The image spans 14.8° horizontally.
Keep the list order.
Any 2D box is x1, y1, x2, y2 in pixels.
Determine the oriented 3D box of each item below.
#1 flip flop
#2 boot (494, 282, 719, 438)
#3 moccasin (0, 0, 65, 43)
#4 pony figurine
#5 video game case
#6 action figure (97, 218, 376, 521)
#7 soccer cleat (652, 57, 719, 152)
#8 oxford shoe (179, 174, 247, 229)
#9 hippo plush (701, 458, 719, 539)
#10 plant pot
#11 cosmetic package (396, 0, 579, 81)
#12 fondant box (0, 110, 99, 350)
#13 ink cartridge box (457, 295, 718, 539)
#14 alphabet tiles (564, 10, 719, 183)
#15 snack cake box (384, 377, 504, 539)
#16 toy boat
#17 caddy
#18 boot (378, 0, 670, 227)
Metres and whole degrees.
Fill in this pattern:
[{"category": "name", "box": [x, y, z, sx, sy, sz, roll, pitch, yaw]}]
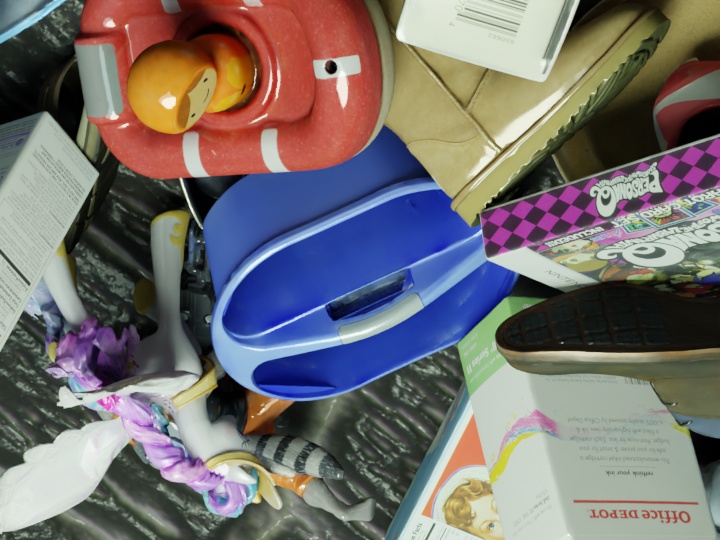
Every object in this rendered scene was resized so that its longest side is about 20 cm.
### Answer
[{"category": "flip flop", "box": [-0.173, -0.092, 1.717, 0.057, 0.081, 0.200, 30, 133, 7]}, {"category": "boot", "box": [0.178, 0.062, 1.612, 0.199, 0.075, 0.097, -5, 124, -3]}, {"category": "moccasin", "box": [-0.177, -0.205, 1.634, 0.200, 0.081, 0.068, -37, 108, 16]}, {"category": "pony figurine", "box": [-0.144, 0.066, 1.690, 0.192, 0.201, 0.167, -5, 152, -42]}, {"category": "video game case", "box": [0.199, -0.025, 1.590, 0.199, 0.036, 0.181, -17, 158, 32]}, {"category": "action figure", "box": [-0.088, 0.076, 1.797, 0.192, 0.105, 0.201, 6, 124, 17]}, {"category": "soccer cleat", "box": [0.265, -0.085, 1.573, 0.199, 0.077, 0.067, 1, 126, 11]}, {"category": "oxford shoe", "box": [-0.087, -0.115, 1.674, 0.070, 0.074, 0.201, -1, 126, 12]}, {"category": "hippo plush", "box": [0.238, 0.119, 1.726, 0.158, 0.200, 0.162, -7, 113, 5]}, {"category": "plant pot", "box": [0.208, -0.097, 1.641, 0.199, 0.028, 0.201, 5, 126, 7]}, {"category": "cosmetic package", "box": [0.084, -0.204, 1.493, 0.087, 0.200, 0.104, 16, 130, -3]}, {"category": "fondant box", "box": [-0.258, 0.005, 1.646, 0.144, 0.200, 0.058, -14, 126, 37]}, {"category": "ink cartridge box", "box": [0.140, 0.121, 1.675, 0.117, 0.201, 0.067, 4, 149, -31]}, {"category": "alphabet tiles", "box": [0.224, -0.065, 1.688, 0.200, 0.015, 0.196, -34, 114, 31]}, {"category": "snack cake box", "box": [0.097, 0.145, 1.839, 0.115, 0.067, 0.200, 22, 127, -4]}, {"category": "toy boat", "box": [-0.083, -0.111, 1.558, 0.199, 0.131, 0.131, -3, 104, 27]}, {"category": "caddy", "box": [0.000, 0.000, 1.683, 0.199, 0.105, 0.142, -25, 134, 2]}, {"category": "boot", "box": [0.052, -0.150, 1.594, 0.175, 0.066, 0.200, -43, 82, 12]}]
